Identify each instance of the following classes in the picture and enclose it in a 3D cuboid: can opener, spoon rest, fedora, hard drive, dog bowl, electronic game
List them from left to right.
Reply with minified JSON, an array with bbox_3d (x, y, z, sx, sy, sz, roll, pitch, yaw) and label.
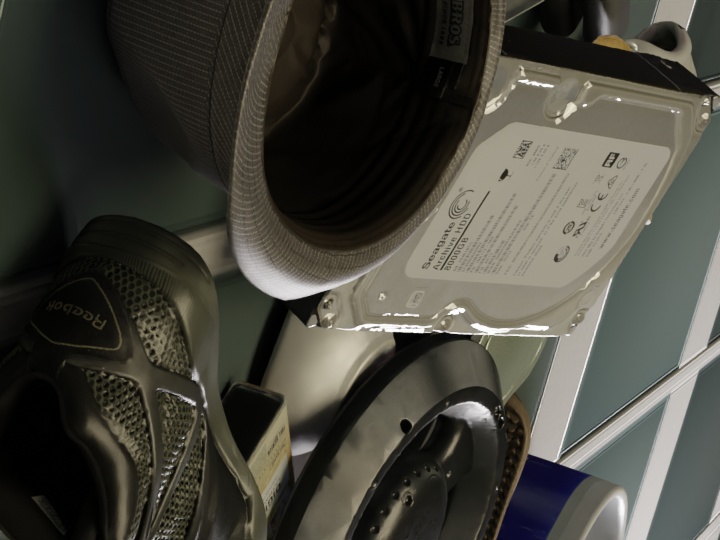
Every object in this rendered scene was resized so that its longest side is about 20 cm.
[{"bbox_3d":[-0.026,-0.084,0.820,0.200,0.090,0.178,-5,112,-63],"label":"fedora"},{"bbox_3d":[0.000,0.000,1.070,0.201,0.060,0.099,-61,164,16],"label":"spoon rest"},{"bbox_3d":[0.011,0.124,1.123,0.200,0.041,0.201,-42,145,-39],"label":"electronic game"},{"bbox_3d":[0.063,-0.036,1.003,0.200,0.038,0.140,5,122,-51],"label":"hard drive"},{"bbox_3d":[0.110,0.229,1.578,0.200,0.078,0.201,-56,157,-39],"label":"dog bowl"},{"bbox_3d":[0.124,-0.198,1.208,0.067,0.053,0.200,-61,161,-25],"label":"can opener"}]

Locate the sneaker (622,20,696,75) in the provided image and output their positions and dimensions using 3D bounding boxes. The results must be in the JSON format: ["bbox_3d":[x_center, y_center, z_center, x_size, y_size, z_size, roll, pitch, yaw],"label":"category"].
[{"bbox_3d":[0.148,-0.101,1.384,0.200,0.073,0.071,-36,116,-59],"label":"sneaker"}]

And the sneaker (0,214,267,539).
[{"bbox_3d":[-0.092,0.085,0.839,0.114,0.076,0.200,-55,154,-35],"label":"sneaker"}]

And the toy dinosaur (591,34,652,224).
[{"bbox_3d":[0.140,-0.075,1.256,0.200,0.058,0.102,12,80,-51],"label":"toy dinosaur"}]

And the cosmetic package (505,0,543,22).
[{"bbox_3d":[0.090,-0.170,1.034,0.074,0.101,0.200,61,33,-5],"label":"cosmetic package"}]

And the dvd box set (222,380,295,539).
[{"bbox_3d":[-0.070,0.166,1.052,0.147,0.029,0.201,-58,158,-34],"label":"dvd box set"}]

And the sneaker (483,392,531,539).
[{"bbox_3d":[0.044,0.156,1.323,0.201,0.070,0.076,-63,-176,7],"label":"sneaker"}]

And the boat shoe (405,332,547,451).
[{"bbox_3d":[0.047,0.057,1.242,0.201,0.060,0.076,-61,147,-20],"label":"boat shoe"}]
